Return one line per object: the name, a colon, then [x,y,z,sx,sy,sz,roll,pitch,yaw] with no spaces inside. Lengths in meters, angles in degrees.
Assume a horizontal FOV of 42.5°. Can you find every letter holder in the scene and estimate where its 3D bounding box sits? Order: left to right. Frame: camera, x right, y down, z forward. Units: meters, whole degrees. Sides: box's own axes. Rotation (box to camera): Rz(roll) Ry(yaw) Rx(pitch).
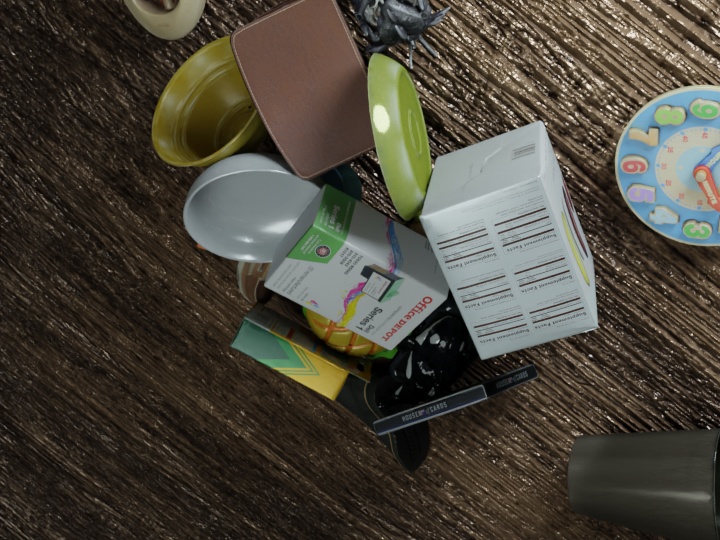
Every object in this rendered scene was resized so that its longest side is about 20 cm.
letter holder: [-0.064,-0.231,1.149,0.142,0.101,0.200,-26,110,1]

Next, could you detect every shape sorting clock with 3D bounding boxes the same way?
shape sorting clock: [0.394,-0.116,1.069,0.200,0.039,0.200,13,125,19]

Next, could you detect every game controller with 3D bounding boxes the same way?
game controller: [0.121,0.108,1.343,0.104,0.042,0.200,24,130,-12]

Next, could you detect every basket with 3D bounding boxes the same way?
basket: [0.399,0.294,1.280,0.200,0.136,0.181,-1,116,32]

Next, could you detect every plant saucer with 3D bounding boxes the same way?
plant saucer: [0.052,-0.160,1.094,0.031,0.200,0.200,-10,116,15]

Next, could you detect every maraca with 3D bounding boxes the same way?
maraca: [0.005,0.077,1.358,0.137,0.107,0.200,-24,134,39]

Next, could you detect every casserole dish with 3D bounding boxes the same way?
casserole dish: [-0.039,-0.079,1.287,0.121,0.039,0.200,45,140,43]

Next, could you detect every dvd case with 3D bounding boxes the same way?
dvd case: [0.136,0.186,1.332,0.200,0.150,0.025,-25,81,36]

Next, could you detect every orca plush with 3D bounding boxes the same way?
orca plush: [0.086,0.151,1.310,0.105,0.071,0.200,33,128,-19]

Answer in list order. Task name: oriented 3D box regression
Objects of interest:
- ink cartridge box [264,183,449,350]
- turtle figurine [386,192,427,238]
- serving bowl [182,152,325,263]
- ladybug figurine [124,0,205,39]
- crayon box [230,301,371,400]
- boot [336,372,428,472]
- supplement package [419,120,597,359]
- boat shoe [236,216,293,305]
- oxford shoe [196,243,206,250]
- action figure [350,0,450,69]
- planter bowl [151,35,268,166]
ink cartridge box: [0.000,0.000,1.202,0.200,0.084,0.145,28,135,-15]
turtle figurine: [0.067,-0.057,1.259,0.161,0.064,0.200,-15,121,42]
serving bowl: [-0.133,-0.092,1.229,0.200,0.066,0.200,-4,146,-2]
ladybug figurine: [-0.255,-0.401,1.191,0.136,0.072,0.200,7,124,23]
crayon box: [-0.083,0.123,1.356,0.200,0.126,0.052,27,98,-2]
boot: [0.021,0.227,1.480,0.138,0.077,0.200,10,133,43]
supplement package: [0.183,-0.039,1.114,0.147,0.191,0.200,-17,113,20]
boat shoe: [-0.132,-0.018,1.369,0.072,0.076,0.200,32,136,21]
oxford shoe: [-0.175,-0.091,1.368,0.073,0.071,0.200,27,138,-11]
action figure: [0.028,-0.334,1.078,0.119,0.102,0.200,-16,139,25]
planter bowl: [-0.177,-0.209,1.242,0.200,0.201,0.083,-10,151,32]
